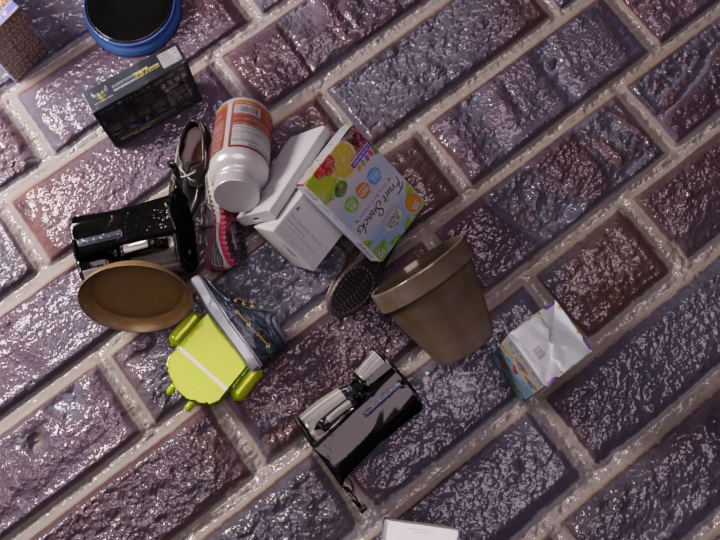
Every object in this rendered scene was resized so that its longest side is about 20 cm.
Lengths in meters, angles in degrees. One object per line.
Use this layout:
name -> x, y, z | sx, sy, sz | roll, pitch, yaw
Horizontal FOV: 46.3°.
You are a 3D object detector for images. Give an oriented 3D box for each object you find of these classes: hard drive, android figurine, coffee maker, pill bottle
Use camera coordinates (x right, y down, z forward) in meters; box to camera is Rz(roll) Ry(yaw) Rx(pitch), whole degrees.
hard drive -> -0.142, -0.173, 1.550 | 0.026, 0.131, 0.202 | 42, 64, -25
android figurine -> -0.266, 0.159, 1.521 | 0.181, 0.041, 0.201 | 37, 76, 7
coffee maker -> 0.012, 0.269, 1.465 | 0.199, 0.135, 0.194 | -38, 102, -9
pill bottle -> -0.220, -0.210, 1.547 | 0.109, 0.113, 0.203 | 0, 53, -1
coffee maker -> -0.408, -0.071, 1.522 | 0.195, 0.135, 0.196 | -11, 60, 5

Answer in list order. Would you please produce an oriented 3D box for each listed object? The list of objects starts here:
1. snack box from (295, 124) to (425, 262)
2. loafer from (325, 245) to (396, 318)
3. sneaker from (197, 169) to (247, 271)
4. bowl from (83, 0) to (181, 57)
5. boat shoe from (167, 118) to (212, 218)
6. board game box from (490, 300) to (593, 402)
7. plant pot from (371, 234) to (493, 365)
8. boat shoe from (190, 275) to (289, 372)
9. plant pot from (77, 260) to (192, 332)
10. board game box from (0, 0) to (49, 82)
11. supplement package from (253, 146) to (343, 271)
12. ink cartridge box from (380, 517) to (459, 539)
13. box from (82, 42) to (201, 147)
snack box -> 0.003, -0.135, 1.484 | 0.200, 0.053, 0.143 | 44, 76, -21
loafer -> 0.000, 0.000, 1.557 | 0.073, 0.071, 0.202 | 40, 77, -20
sneaker -> -0.270, -0.098, 1.571 | 0.074, 0.080, 0.204 | -20, 66, 25
bowl -> -0.461, -0.531, 1.695 | 0.196, 0.039, 0.206 | 0, 76, -1
boat shoe -> -0.329, -0.186, 1.596 | 0.070, 0.068, 0.205 | 10, 79, 1
board game box -> 0.306, 0.143, 1.449 | 0.102, 0.200, 0.106 | -34, 77, -9
plant pot -> 0.145, 0.063, 1.488 | 0.198, 0.200, 0.175 | -34, 94, -9
boat shoe -> -0.214, 0.075, 1.498 | 0.090, 0.071, 0.202 | -36, 85, -15
plant pot -> -0.393, 0.043, 1.478 | 0.195, 0.202, 0.028 | -6, 54, -2
board game box -> -0.726, -0.490, 1.620 | 0.199, 0.160, 0.097 | 40, 79, 9
supplement package -> -0.080, -0.117, 1.538 | 0.114, 0.109, 0.201 | 43, 77, -24
ink cartridge box -> 0.088, 0.522, 1.389 | 0.122, 0.129, 0.205 | 7, 76, 1
box -> -0.405, -0.327, 1.583 | 0.198, 0.158, 0.052 | -31, 77, -7
